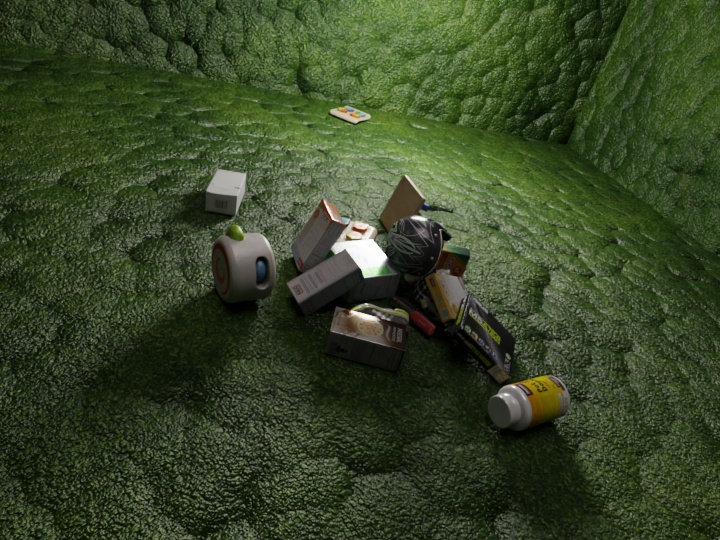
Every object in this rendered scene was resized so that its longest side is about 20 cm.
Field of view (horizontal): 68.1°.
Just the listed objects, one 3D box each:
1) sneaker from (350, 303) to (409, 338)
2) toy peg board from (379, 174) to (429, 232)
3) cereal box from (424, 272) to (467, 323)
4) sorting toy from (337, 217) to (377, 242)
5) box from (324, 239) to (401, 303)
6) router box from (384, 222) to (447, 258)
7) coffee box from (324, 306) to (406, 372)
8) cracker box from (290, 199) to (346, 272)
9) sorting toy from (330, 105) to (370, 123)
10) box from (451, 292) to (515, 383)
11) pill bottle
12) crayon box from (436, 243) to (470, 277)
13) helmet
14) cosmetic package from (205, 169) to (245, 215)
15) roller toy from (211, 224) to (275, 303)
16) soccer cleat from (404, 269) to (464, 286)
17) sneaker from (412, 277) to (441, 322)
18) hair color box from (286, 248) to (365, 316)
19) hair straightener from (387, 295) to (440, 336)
[{"bbox_3d":[0.051,0.146,1.481,0.198,0.074,0.081,4,36,-16],"label":"sneaker"},{"bbox_3d":[0.185,-0.220,2.014,0.097,0.200,0.201,17,28,-29],"label":"toy peg board"},{"bbox_3d":[0.273,0.085,1.584,0.199,0.039,0.145,10,56,-56],"label":"cereal box"},{"bbox_3d":[-0.047,-0.143,1.921,0.198,0.037,0.185,20,31,6],"label":"sorting toy"},{"bbox_3d":[0.000,0.000,1.663,0.175,0.097,0.200,-6,38,-28],"label":"box"},{"bbox_3d":[0.187,-0.087,1.832,0.198,0.150,0.051,-3,36,-29],"label":"router box"},{"bbox_3d":[0.016,0.179,1.400,0.198,0.080,0.115,15,31,-2],"label":"coffee box"},{"bbox_3d":[-0.134,-0.102,1.659,0.057,0.201,0.134,23,24,-33],"label":"cracker box"},{"bbox_3d":[-0.057,-0.924,3.135,0.184,0.037,0.200,26,33,15],"label":"sorting toy"},{"bbox_3d":[0.350,0.186,1.499,0.200,0.047,0.193,45,35,-6],"label":"box"},{"bbox_3d":[0.413,0.329,1.317,0.198,0.110,0.109,-5,37,-31],"label":"pill bottle"},{"bbox_3d":[0.254,-0.028,1.793,0.198,0.128,0.051,11,31,-5],"label":"crayon box"},{"bbox_3d":[0.175,-0.076,1.640,0.199,0.202,0.190,34,19,28],"label":"helmet"},{"bbox_3d":[-0.478,-0.281,1.901,0.112,0.082,0.201,8,33,-9],"label":"cosmetic package"},{"bbox_3d":[-0.314,-0.007,1.449,0.139,0.200,0.184,-8,61,-33],"label":"roller toy"},{"bbox_3d":[0.246,0.023,1.745,0.198,0.087,0.070,14,31,-2],"label":"soccer cleat"},{"bbox_3d":[0.223,0.094,1.647,0.085,0.077,0.201,34,23,-33],"label":"sneaker"},{"bbox_3d":[-0.098,0.032,1.509,0.199,0.061,0.099,-30,45,-8],"label":"hair color box"},{"bbox_3d":[0.159,0.132,1.595,0.199,0.041,0.077,33,9,35],"label":"hair straightener"}]
